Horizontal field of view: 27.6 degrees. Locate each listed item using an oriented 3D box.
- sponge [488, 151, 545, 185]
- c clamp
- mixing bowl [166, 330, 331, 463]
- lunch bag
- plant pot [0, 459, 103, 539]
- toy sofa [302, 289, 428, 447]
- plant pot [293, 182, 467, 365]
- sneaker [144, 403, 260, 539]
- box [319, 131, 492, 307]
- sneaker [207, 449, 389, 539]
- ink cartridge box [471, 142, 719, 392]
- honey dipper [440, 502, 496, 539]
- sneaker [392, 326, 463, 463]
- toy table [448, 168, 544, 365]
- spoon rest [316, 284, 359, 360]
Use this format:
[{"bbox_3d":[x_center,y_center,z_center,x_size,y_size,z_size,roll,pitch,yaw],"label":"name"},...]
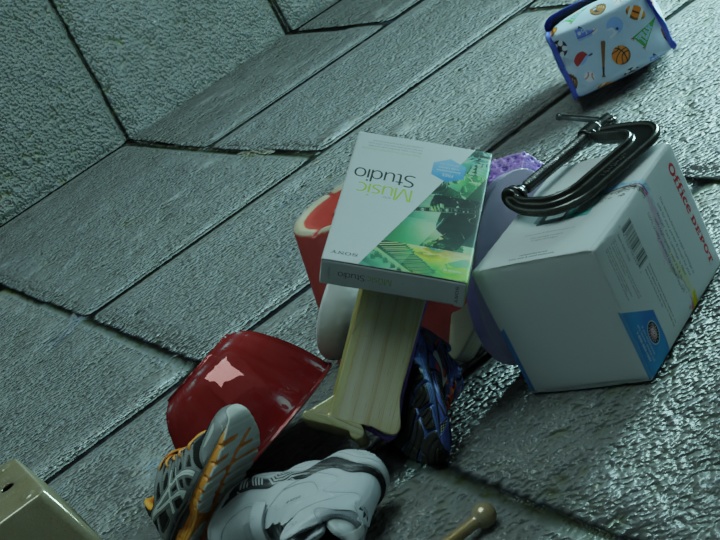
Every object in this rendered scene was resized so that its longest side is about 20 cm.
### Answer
[{"bbox_3d":[0.191,-0.083,1.666,0.110,0.199,0.030,-12,68,37],"label":"sponge"},{"bbox_3d":[0.213,-0.106,1.477,0.170,0.027,0.200,1,34,48],"label":"c clamp"},{"bbox_3d":[-0.134,0.138,1.552,0.200,0.108,0.200,-48,3,4],"label":"mixing bowl"},{"bbox_3d":[0.359,-0.343,2.138,0.168,0.125,0.200,-24,7,13],"label":"lunch bag"},{"bbox_3d":[-0.333,0.304,1.430,0.199,0.179,0.199,-35,21,-18],"label":"plant pot"},{"bbox_3d":[0.014,0.073,1.465,0.096,0.203,0.083,13,-11,6],"label":"toy sofa"},{"bbox_3d":[0.023,-0.006,1.689,0.198,0.179,0.201,-26,20,10],"label":"plant pot"},{"bbox_3d":[-0.163,0.201,1.442,0.078,0.077,0.201,-22,-33,-50],"label":"sneaker"},{"bbox_3d":[0.048,-0.054,1.445,0.142,0.037,0.201,9,45,5],"label":"box"},{"bbox_3d":[-0.069,0.242,1.369,0.198,0.076,0.115,-23,22,22],"label":"sneaker"},{"bbox_3d":[0.236,-0.003,1.440,0.145,0.148,0.200,-11,26,41],"label":"ink cartridge box"},{"bbox_3d":[0.039,0.261,1.246,0.199,0.038,0.038,-32,20,-21],"label":"honey dipper"},{"bbox_3d":[0.072,0.118,1.479,0.201,0.077,0.076,-97,31,-52],"label":"sneaker"},{"bbox_3d":[0.137,0.002,1.549,0.117,0.182,0.203,-15,55,57],"label":"toy table"},{"bbox_3d":[0.000,0.000,1.567,0.060,0.099,0.202,21,85,29],"label":"spoon rest"}]
